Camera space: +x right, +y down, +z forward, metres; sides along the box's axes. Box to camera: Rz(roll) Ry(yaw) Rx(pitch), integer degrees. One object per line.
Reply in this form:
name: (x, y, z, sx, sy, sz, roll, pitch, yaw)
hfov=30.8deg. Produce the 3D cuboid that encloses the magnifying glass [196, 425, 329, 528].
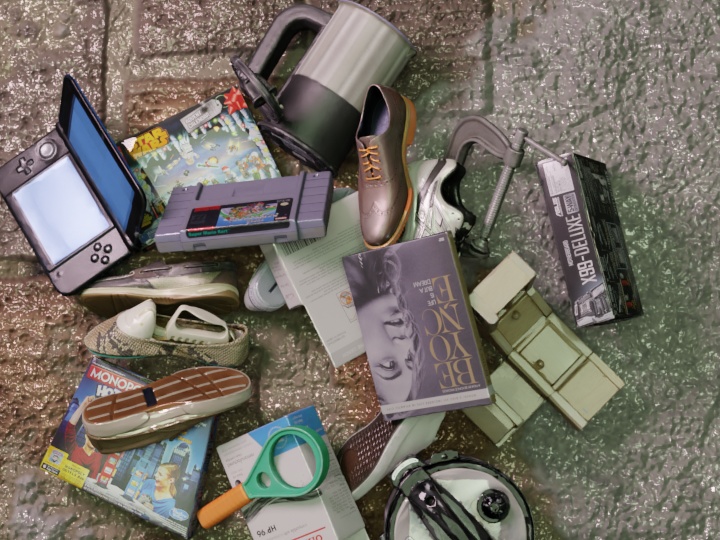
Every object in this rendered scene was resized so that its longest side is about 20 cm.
magnifying glass: (-0.116, 0.247, 1.522, 0.200, 0.022, 0.080, -36, 78, 29)

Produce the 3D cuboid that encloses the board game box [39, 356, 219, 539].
board game box: (-0.253, 0.192, 1.590, 0.200, 0.062, 0.200, 25, 83, 3)

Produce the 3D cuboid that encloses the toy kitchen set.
toy kitchen set: (0.189, 0.116, 1.536, 0.163, 0.180, 0.200, -45, 81, -3)

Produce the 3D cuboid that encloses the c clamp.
c clamp: (0.147, -0.095, 1.563, 0.171, 0.027, 0.200, 47, 129, 35)

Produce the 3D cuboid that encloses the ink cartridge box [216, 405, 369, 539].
ink cartridge box: (-0.075, 0.277, 1.554, 0.116, 0.068, 0.200, -27, 83, 28)

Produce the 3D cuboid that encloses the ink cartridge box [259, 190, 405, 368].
ink cartridge box: (0.000, 0.000, 1.580, 0.200, 0.045, 0.177, -27, 93, -28)

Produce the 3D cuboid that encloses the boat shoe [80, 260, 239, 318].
boat shoe: (-0.244, 0.022, 1.612, 0.199, 0.073, 0.065, 0, 59, 7)

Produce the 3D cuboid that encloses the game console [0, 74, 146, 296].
game console: (-0.353, -0.100, 1.574, 0.171, 0.118, 0.200, -34, 72, 2)

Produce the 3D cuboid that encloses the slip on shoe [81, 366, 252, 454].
slip on shoe: (-0.223, 0.168, 1.536, 0.199, 0.076, 0.061, -16, 123, -10)

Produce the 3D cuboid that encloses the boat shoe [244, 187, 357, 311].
boat shoe: (-0.077, -0.028, 1.610, 0.200, 0.067, 0.074, -44, 102, -26)

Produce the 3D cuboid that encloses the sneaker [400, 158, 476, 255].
sneaker: (0.096, -0.038, 1.550, 0.087, 0.076, 0.201, -11, 82, 27)

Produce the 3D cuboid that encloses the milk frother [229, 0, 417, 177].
milk frother: (-0.050, -0.241, 1.566, 0.180, 0.200, 0.188, 33, 84, -4)

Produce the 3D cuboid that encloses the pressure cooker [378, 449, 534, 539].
pressure cooker: (0.110, 0.297, 1.507, 0.175, 0.200, 0.179, 6, 84, 0)

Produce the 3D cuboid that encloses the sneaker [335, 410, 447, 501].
sneaker: (0.044, 0.215, 1.584, 0.200, 0.085, 0.073, -49, 42, 13)

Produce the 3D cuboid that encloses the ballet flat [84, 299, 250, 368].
ballet flat: (-0.229, 0.071, 1.579, 0.199, 0.068, 0.075, 8, 127, -14)

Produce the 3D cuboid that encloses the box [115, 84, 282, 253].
box: (-0.212, -0.127, 1.637, 0.200, 0.040, 0.137, -27, 83, -2)

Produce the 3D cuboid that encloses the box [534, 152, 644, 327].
box: (0.277, -0.035, 1.564, 0.050, 0.158, 0.201, -16, 84, 23)

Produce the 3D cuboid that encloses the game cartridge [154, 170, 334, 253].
game cartridge: (-0.134, -0.070, 1.540, 0.199, 0.130, 0.038, -6, 116, 7)

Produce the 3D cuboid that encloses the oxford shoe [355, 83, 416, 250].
oxford shoe: (0.018, -0.122, 1.537, 0.071, 0.073, 0.201, -8, 69, 30)

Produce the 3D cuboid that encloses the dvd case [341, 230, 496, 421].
dvd case: (0.064, 0.066, 1.495, 0.148, 0.016, 0.201, -13, 94, 34)
